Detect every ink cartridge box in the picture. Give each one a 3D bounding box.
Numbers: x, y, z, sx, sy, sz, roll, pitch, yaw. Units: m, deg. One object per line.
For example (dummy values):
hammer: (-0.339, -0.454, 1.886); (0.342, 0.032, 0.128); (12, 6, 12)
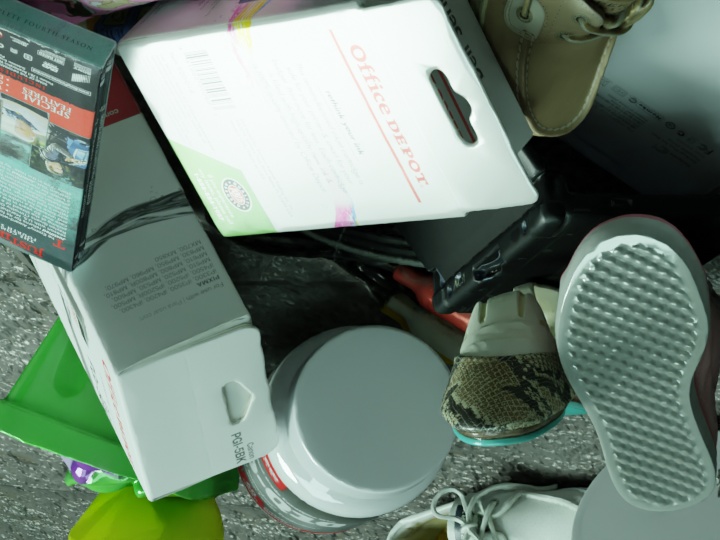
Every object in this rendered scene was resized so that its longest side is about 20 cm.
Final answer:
ink cartridge box: (-0.002, -0.085, 1.145); (0.200, 0.067, 0.117); (-3, 125, 42)
ink cartridge box: (-0.129, 0.007, 1.410); (0.147, 0.083, 0.200); (83, 160, -55)

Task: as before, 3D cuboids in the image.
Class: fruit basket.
fruit basket: (-0.146, 0.131, 1.563); (0.155, 0.216, 0.216); (20, 149, 7)

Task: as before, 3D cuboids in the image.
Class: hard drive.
hard drive: (0.158, -0.104, 1.203); (0.132, 0.026, 0.200); (32, 148, -14)

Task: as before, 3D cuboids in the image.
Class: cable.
cable: (0.000, 0.000, 1.447); (0.200, 0.050, 0.097); (22, 156, 1)

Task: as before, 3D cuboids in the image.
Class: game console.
game console: (0.091, -0.053, 1.300); (0.176, 0.117, 0.200); (0, 167, -14)

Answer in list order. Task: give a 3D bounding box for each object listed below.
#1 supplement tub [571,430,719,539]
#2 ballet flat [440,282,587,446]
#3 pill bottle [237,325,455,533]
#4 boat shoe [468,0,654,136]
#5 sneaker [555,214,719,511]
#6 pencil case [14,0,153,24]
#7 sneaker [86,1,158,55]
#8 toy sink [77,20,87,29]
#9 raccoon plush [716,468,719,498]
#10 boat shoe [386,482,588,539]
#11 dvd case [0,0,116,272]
supplement tub: (0.227, 0.201, 1.512); (0.145, 0.146, 0.200); (-4, 140, 39)
ballet flat: (0.084, 0.044, 1.282); (0.068, 0.075, 0.200); (-2, -179, 18)
pill bottle: (-0.009, 0.095, 1.494); (0.114, 0.114, 0.200); (27, 166, -4)
boat shoe: (0.095, -0.131, 1.113); (0.065, 0.071, 0.200); (45, 149, 36)
sneaker: (0.141, 0.022, 1.249); (0.075, 0.105, 0.200); (-4, 137, 12)
pencil case: (-0.105, -0.157, 1.152); (0.200, 0.083, 0.087); (-4, 148, 47)
sneaker: (-0.045, -0.125, 1.281); (0.200, 0.075, 0.088); (9, 155, 42)
toy sink: (-0.251, -0.152, 1.315); (0.200, 0.130, 0.112); (39, 147, -26)
raccoon plush: (0.214, 0.038, 1.260); (0.097, 0.134, 0.200); (4, 151, 28)
boat shoe: (0.084, 0.171, 1.631); (0.086, 0.075, 0.202); (21, 161, -31)
dvd case: (-0.198, -0.080, 1.242); (0.146, 0.022, 0.200); (22, 148, 2)
